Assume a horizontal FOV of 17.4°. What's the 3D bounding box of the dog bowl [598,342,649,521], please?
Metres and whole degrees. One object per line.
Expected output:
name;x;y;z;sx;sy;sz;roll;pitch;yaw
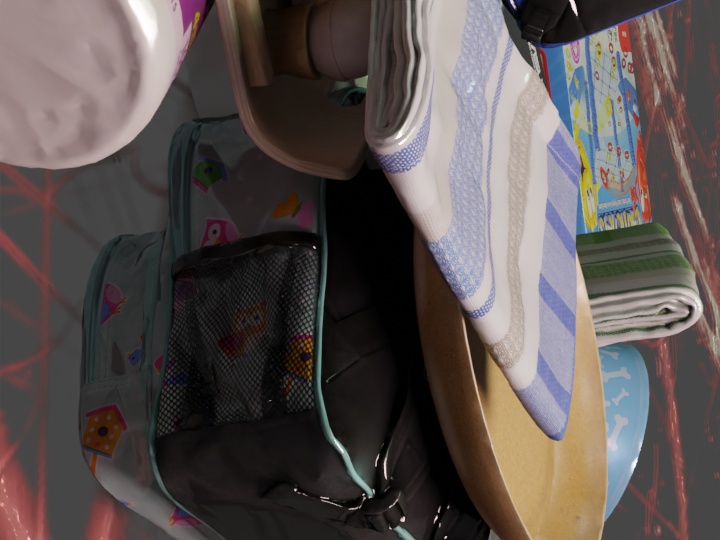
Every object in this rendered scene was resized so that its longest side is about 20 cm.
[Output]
dog bowl;0.093;0.078;1.306;0.112;0.050;0.200;-70;-160;4

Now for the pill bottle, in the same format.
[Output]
pill bottle;-0.100;-0.136;0.902;0.200;0.112;0.112;-70;147;-50

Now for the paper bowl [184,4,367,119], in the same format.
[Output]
paper bowl;-0.015;-0.111;1.137;0.201;0.104;0.201;-7;90;-70

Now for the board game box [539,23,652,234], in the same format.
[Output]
board game box;0.149;-0.078;1.642;0.200;0.056;0.196;-14;97;-70

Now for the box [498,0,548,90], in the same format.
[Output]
box;0.061;-0.160;1.446;0.160;0.043;0.200;-54;133;-61

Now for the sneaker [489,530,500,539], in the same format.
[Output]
sneaker;0.037;0.108;1.202;0.090;0.066;0.200;-42;142;-36

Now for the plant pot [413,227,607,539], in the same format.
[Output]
plant pot;0.061;0.029;0.979;0.200;0.027;0.200;-11;90;-71

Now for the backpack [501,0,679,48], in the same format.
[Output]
backpack;0.121;-0.255;1.361;0.168;0.162;0.200;-102;167;-66

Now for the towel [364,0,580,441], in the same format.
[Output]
towel;0.049;-0.045;0.911;0.200;0.024;0.147;58;29;-47

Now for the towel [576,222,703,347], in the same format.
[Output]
towel;0.107;0.013;1.299;0.200;0.149;0.031;-76;158;-78

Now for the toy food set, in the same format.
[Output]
toy food set;-0.012;-0.154;0.899;0.144;0.060;0.200;-66;152;-55

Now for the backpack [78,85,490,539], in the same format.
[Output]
backpack;-0.025;0.028;0.994;0.176;0.153;0.200;44;46;-51
